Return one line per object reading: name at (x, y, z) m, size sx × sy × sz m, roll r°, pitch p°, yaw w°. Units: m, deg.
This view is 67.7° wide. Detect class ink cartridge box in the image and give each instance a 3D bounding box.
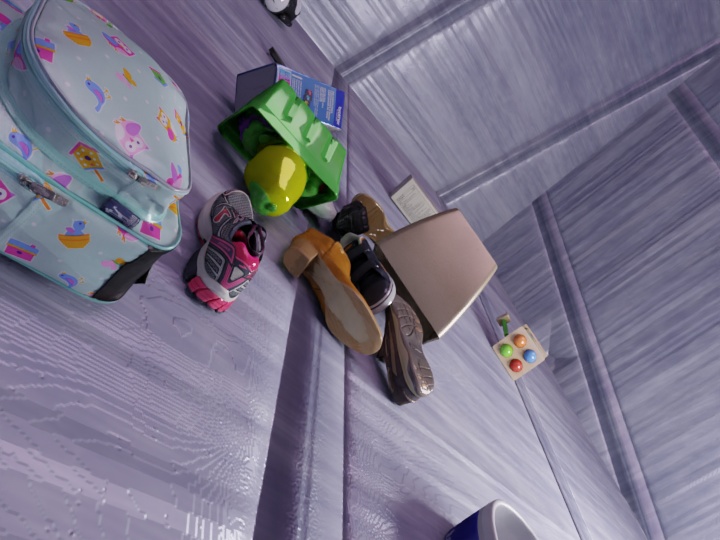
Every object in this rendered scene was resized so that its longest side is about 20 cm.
ink cartridge box at (-0.120, -0.310, 1.008) m, size 0.134 × 0.080 × 0.196 m, roll 9°, pitch 1°, yaw 44°

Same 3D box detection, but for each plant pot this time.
plant pot at (0.145, 0.001, 1.035) m, size 0.203 × 0.174 × 0.200 m, roll 55°, pitch -9°, yaw 7°

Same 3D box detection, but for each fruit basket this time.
fruit basket at (-0.131, -0.163, 0.845) m, size 0.210 × 0.153 × 0.225 m, roll 3°, pitch 85°, yaw -40°

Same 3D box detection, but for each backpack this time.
backpack at (-0.222, -0.098, 0.384) m, size 0.197 × 0.152 × 0.180 m, roll 28°, pitch 34°, yaw -41°

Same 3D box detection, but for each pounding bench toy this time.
pounding bench toy at (0.508, 0.237, 1.783) m, size 0.204 × 0.123 × 0.155 m, roll 58°, pitch 18°, yaw 17°

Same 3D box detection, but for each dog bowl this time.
dog bowl at (0.187, 0.398, 0.655) m, size 0.201 × 0.078 × 0.202 m, roll 48°, pitch 17°, yaw -20°

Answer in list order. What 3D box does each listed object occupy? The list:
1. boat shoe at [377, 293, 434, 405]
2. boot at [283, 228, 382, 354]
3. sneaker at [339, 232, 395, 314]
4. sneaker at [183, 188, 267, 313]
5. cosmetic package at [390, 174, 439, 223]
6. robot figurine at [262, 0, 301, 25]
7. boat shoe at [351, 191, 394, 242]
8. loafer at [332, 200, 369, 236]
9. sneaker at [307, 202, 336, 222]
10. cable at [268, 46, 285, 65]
boat shoe at (0.058, 0.121, 0.856) m, size 0.074 × 0.073 × 0.204 m, roll 38°, pitch 27°, yaw -32°
boot at (-0.028, 0.020, 0.814) m, size 0.202 × 0.071 × 0.144 m, roll 48°, pitch 20°, yaw -3°
sneaker at (0.000, 0.000, 0.927) m, size 0.080 × 0.078 × 0.201 m, roll 50°, pitch 5°, yaw -26°
sneaker at (-0.140, -0.036, 0.613) m, size 0.080 × 0.074 × 0.203 m, roll 42°, pitch 19°, yaw -31°
cosmetic package at (0.200, -0.219, 1.873) m, size 0.202 × 0.102 × 0.088 m, roll 51°, pitch 14°, yaw -15°
robot figurine at (-0.303, -1.038, 2.066) m, size 0.149 × 0.127 × 0.199 m, roll 37°, pitch 14°, yaw 10°
boat shoe at (0.027, -0.117, 1.260) m, size 0.201 × 0.072 × 0.063 m, roll 52°, pitch 5°, yaw -48°
loafer at (-0.023, -0.103, 1.079) m, size 0.201 × 0.068 × 0.071 m, roll -113°, pitch -165°, yaw -82°
sneaker at (-0.085, -0.186, 1.016) m, size 0.077 × 0.098 × 0.204 m, roll 25°, pitch 33°, yaw -59°
cable at (-0.202, -0.570, 1.536) m, size 0.096 × 0.050 × 0.204 m, roll 34°, pitch 27°, yaw -51°
